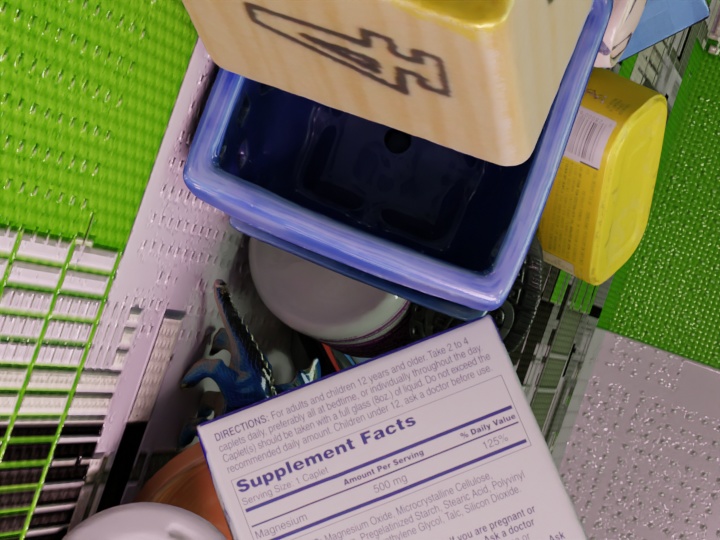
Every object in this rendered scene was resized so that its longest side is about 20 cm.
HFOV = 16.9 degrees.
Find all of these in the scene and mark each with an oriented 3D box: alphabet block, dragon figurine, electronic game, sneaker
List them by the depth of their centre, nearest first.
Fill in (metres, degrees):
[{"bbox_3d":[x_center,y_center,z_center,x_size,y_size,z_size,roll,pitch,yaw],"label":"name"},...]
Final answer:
[{"bbox_3d":[0.023,-0.195,1.248,0.200,0.196,0.195,69,40,-71],"label":"alphabet block"},{"bbox_3d":[-0.059,0.085,1.530,0.059,0.099,0.200,-55,160,-52],"label":"dragon figurine"},{"bbox_3d":[0.063,0.050,1.593,0.200,0.076,0.091,-62,178,22],"label":"sneaker"},{"bbox_3d":[0.010,0.114,1.722,0.042,0.200,0.200,-32,167,4],"label":"electronic game"}]

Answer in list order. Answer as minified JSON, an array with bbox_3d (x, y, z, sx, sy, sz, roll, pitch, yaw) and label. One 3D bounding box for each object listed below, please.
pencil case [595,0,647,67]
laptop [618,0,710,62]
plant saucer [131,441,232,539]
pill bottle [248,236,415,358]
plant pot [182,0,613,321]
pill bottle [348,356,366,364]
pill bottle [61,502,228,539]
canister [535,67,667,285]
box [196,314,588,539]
[{"bbox_3d":[0.089,-0.189,1.521,0.078,0.200,0.090,81,29,-62],"label":"pencil case"},{"bbox_3d":[0.169,-0.213,1.816,0.187,0.116,0.200,66,27,-27],"label":"laptop"},{"bbox_3d":[-0.057,0.172,1.521,0.032,0.200,0.200,-112,-152,-52],"label":"plant saucer"},{"bbox_3d":[0.000,0.000,1.620,0.200,0.112,0.112,35,75,-75],"label":"pill bottle"},{"bbox_3d":[0.024,-0.087,1.431,0.180,0.200,0.200,80,31,-79],"label":"plant pot"},{"bbox_3d":[0.051,0.033,1.892,0.113,0.113,0.200,97,17,-45],"label":"pill bottle"},{"bbox_3d":[-0.123,0.235,1.434,0.200,0.120,0.120,90,23,-55],"label":"pill bottle"},{"bbox_3d":[0.094,-0.091,1.597,0.087,0.200,0.149,-40,147,-41],"label":"canister"},{"bbox_3d":[0.027,0.157,1.383,0.105,0.184,0.200,84,-16,-70],"label":"box"}]
